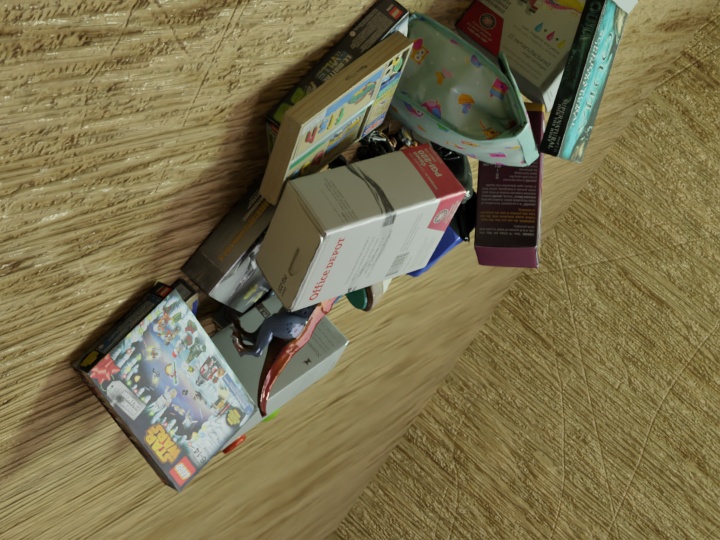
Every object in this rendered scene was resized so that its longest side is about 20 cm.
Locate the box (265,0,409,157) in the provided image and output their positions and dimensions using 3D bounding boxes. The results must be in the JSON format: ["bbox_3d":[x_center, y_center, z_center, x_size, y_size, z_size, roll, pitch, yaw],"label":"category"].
[{"bbox_3d":[-0.024,-0.204,1.596,0.200,0.035,0.110,-47,167,-16],"label":"box"}]

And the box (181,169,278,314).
[{"bbox_3d":[-0.121,-0.030,1.720,0.159,0.048,0.200,-51,167,-2],"label":"box"}]

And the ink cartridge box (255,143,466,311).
[{"bbox_3d":[-0.002,-0.048,1.609,0.199,0.085,0.146,-20,152,-34],"label":"ink cartridge box"}]

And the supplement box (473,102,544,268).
[{"bbox_3d":[0.201,-0.113,1.937,0.110,0.085,0.201,60,33,-74],"label":"supplement box"}]

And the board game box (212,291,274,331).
[{"bbox_3d":[-0.109,0.031,1.950,0.200,0.041,0.200,-48,167,-12],"label":"board game box"}]

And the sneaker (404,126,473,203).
[{"bbox_3d":[0.100,-0.174,1.853,0.066,0.201,0.091,-7,138,-12],"label":"sneaker"}]

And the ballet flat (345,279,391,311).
[{"bbox_3d":[0.000,0.000,1.807,0.067,0.200,0.068,-11,109,-18],"label":"ballet flat"}]

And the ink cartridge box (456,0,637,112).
[{"bbox_3d":[0.250,-0.341,1.905,0.200,0.145,0.145,-51,166,1],"label":"ink cartridge box"}]

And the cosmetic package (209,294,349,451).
[{"bbox_3d":[-0.128,0.116,1.783,0.200,0.113,0.081,-36,166,-33],"label":"cosmetic package"}]

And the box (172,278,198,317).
[{"bbox_3d":[-0.245,0.101,1.704,0.121,0.032,0.200,-44,167,-26],"label":"box"}]

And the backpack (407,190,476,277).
[{"bbox_3d":[0.065,-0.087,1.976,0.168,0.163,0.200,-34,-176,25],"label":"backpack"}]

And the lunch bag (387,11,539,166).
[{"bbox_3d":[0.128,-0.202,1.737,0.122,0.200,0.170,-57,167,-3],"label":"lunch bag"}]

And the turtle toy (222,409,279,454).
[{"bbox_3d":[-0.181,0.184,1.923,0.146,0.101,0.200,-39,178,42],"label":"turtle toy"}]

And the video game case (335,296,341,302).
[{"bbox_3d":[-0.043,0.035,1.997,0.143,0.018,0.200,-46,-177,20],"label":"video game case"}]

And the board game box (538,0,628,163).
[{"bbox_3d":[0.279,-0.235,1.791,0.135,0.028,0.201,-3,111,-68],"label":"board game box"}]

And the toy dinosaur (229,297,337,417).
[{"bbox_3d":[-0.064,0.046,1.715,0.181,0.201,0.105,-18,-176,2],"label":"toy dinosaur"}]

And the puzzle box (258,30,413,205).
[{"bbox_3d":[-0.026,-0.165,1.562,0.200,0.025,0.133,-41,164,-37],"label":"puzzle box"}]

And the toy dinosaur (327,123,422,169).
[{"bbox_3d":[0.019,-0.133,1.720,0.102,0.136,0.200,-52,167,13],"label":"toy dinosaur"}]

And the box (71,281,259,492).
[{"bbox_3d":[-0.214,0.131,1.611,0.137,0.040,0.200,-46,126,-21],"label":"box"}]
